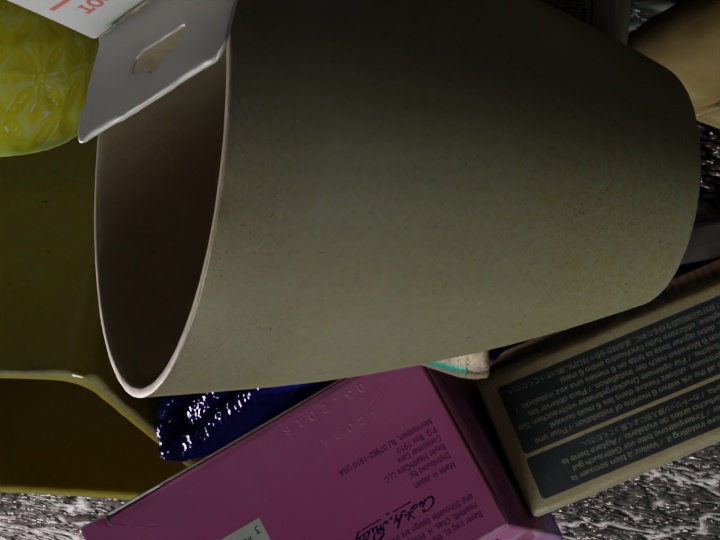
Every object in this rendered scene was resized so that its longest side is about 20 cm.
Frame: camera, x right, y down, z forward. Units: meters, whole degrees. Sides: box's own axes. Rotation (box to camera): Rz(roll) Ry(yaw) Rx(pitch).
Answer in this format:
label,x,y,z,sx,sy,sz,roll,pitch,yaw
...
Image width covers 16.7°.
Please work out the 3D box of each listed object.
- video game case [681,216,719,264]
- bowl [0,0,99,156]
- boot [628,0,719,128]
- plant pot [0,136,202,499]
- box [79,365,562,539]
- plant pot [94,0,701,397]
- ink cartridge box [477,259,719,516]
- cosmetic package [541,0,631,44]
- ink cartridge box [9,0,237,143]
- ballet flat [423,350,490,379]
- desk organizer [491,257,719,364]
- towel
label,x,y,z,sx,sy,sz,roll,pitch,yaw
video game case,0.151,-0.010,1.269,0.143,0.018,0.199,-14,-179,-43
bowl,-0.189,-0.143,1.023,0.199,0.200,0.108,16,116,-14
boot,0.172,-0.118,1.011,0.174,0.067,0.200,20,158,-23
plant pot,-0.161,-0.006,1.268,0.193,0.201,0.196,1,157,23
box,-0.011,0.126,1.167,0.175,0.097,0.200,-30,168,6
plant pot,0.018,-0.041,0.916,0.199,0.188,0.187,5,162,-20
ink cartridge box,0.150,0.049,1.217,0.164,0.075,0.200,-22,179,7
cosmetic package,0.059,-0.137,0.980,0.103,0.088,0.200,7,158,7
ink cartridge box,-0.079,-0.157,0.833,0.068,0.201,0.115,21,157,-26
ballet flat,0.082,-0.033,1.076,0.067,0.200,0.068,27,161,21
desk organizer,0.162,0.035,1.405,0.199,0.072,0.077,-3,153,32
towel,0.010,0.034,1.173,0.199,0.050,0.148,-17,161,-35
